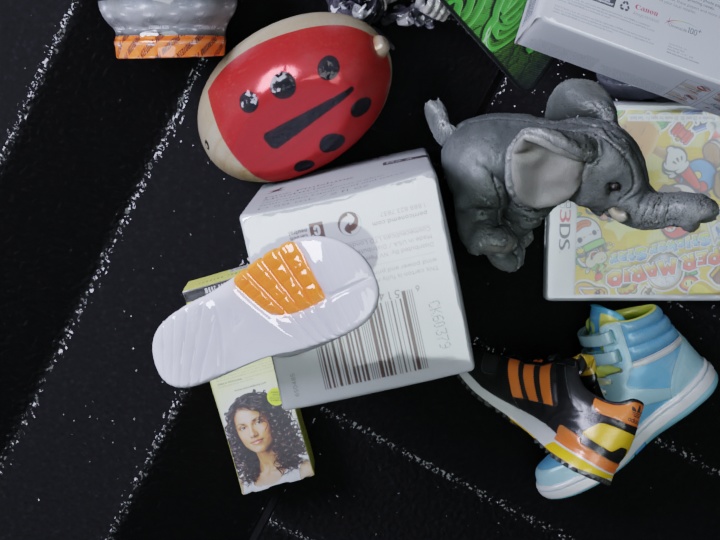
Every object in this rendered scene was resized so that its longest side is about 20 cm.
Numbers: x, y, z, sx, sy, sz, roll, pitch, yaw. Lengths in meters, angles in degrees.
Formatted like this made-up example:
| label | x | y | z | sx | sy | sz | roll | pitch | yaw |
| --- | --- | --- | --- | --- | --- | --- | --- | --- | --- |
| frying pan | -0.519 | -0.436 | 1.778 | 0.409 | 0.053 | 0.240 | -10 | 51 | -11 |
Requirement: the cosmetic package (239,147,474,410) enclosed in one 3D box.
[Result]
| label | x | y | z | sx | sy | sz | roll | pitch | yaw |
| --- | --- | --- | --- | --- | --- | --- | --- | --- | --- |
| cosmetic package | 0.000 | 0.000 | 1.128 | 0.163 | 0.200 | 0.167 | -12 | 101 | 2 |

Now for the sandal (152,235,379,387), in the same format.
| label | x | y | z | sx | sy | sz | roll | pitch | yaw |
| --- | --- | --- | --- | --- | --- | --- | --- | --- | --- |
| sandal | -0.070 | 0.031 | 1.010 | 0.205 | 0.059 | 0.080 | -22 | 83 | 27 |

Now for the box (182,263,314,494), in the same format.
| label | x | y | z | sx | sy | sz | roll | pitch | yaw |
| --- | --- | --- | --- | --- | --- | --- | --- | --- | --- |
| box | -0.102 | 0.100 | 1.221 | 0.074 | 0.050 | 0.202 | -16 | 99 | 2 |

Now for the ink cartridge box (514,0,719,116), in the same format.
| label | x | y | z | sx | sy | sz | roll | pitch | yaw |
| --- | --- | --- | --- | --- | --- | --- | --- | --- | --- |
| ink cartridge box | 0.252 | -0.247 | 1.093 | 0.198 | 0.084 | 0.178 | 19 | 83 | -4 |

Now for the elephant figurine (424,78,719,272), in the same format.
| label | x | y | z | sx | sy | sz | roll | pitch | yaw |
| --- | --- | --- | --- | --- | --- | --- | --- | --- | --- |
| elephant figurine | 0.177 | -0.092 | 1.115 | 0.199 | 0.143 | 0.154 | -24 | 145 | 37 |

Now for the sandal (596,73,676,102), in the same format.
| label | x | y | z | sx | sy | sz | roll | pitch | yaw |
| --- | --- | --- | --- | --- | --- | --- | --- | --- | --- |
| sandal | 0.311 | -0.175 | 1.171 | 0.197 | 0.076 | 0.043 | -8 | 127 | 1 |

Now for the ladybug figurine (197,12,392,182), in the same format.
| label | x | y | z | sx | sy | sz | roll | pitch | yaw |
| --- | --- | --- | --- | --- | --- | --- | --- | --- | --- |
| ladybug figurine | -0.058 | -0.143 | 1.141 | 0.199 | 0.072 | 0.136 | -33 | 119 | 24 |

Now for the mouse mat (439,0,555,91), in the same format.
| label | x | y | z | sx | sy | sz | roll | pitch | yaw |
| --- | --- | --- | --- | --- | --- | --- | --- | --- | --- |
| mouse mat | 0.152 | -0.279 | 1.130 | 0.161 | 0.008 | 0.201 | 43 | 79 | -25 |

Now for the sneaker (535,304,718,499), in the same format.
| label | x | y | z | sx | sy | sz | roll | pitch | yaw |
| --- | --- | --- | --- | --- | --- | --- | --- | --- | --- |
| sneaker | 0.218 | 0.109 | 1.214 | 0.199 | 0.080 | 0.131 | -38 | 101 | -4 |

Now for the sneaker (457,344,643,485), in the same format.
| label | x | y | z | sx | sy | sz | roll | pitch | yaw |
| --- | --- | --- | --- | --- | --- | --- | --- | --- | --- |
| sneaker | 0.170 | 0.105 | 1.173 | 0.070 | 0.200 | 0.091 | 26 | 99 | -47 |

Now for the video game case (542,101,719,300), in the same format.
| label | x | y | z | sx | sy | sz | roll | pitch | yaw |
| --- | --- | --- | --- | --- | --- | --- | --- | --- | --- |
| video game case | 0.269 | -0.063 | 1.211 | 0.197 | 0.023 | 0.185 | 0 | 100 | -1 |

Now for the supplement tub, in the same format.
| label | x | y | z | sx | sy | sz | roll | pitch | yaw |
| --- | --- | --- | --- | --- | --- | --- | --- | --- | --- |
| supplement tub | -0.166 | -0.283 | 1.117 | 0.121 | 0.123 | 0.203 | -2 | 101 | -1 |

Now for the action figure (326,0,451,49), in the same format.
| label | x | y | z | sx | sy | sz | roll | pitch | yaw |
| --- | --- | --- | --- | --- | --- | --- | --- | --- | --- |
| action figure | 0.030 | -0.269 | 1.134 | 0.119 | 0.102 | 0.200 | 39 | 96 | -19 |
